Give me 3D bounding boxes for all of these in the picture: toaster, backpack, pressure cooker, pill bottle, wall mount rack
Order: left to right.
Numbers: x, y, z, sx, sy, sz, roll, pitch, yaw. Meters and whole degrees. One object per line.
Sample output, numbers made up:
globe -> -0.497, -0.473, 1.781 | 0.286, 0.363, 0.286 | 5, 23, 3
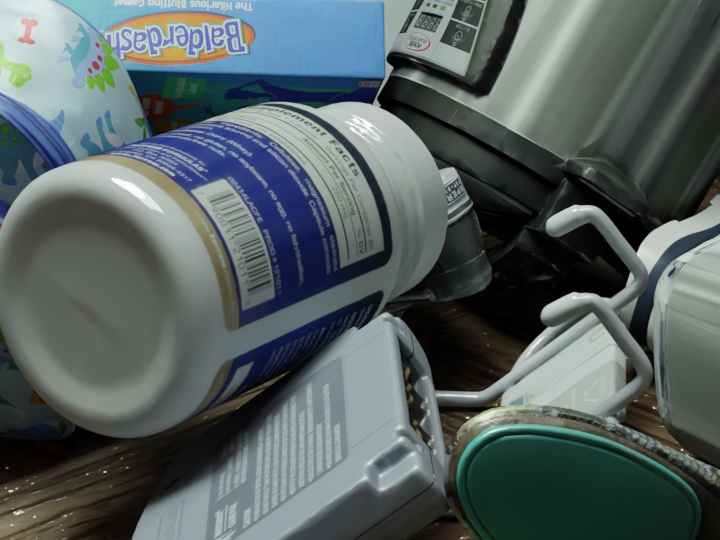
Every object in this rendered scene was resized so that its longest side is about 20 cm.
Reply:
backpack -> -0.180, -0.025, 1.113 | 0.183, 0.200, 0.147 | 8, 43, 22
pill bottle -> -0.053, -0.009, 1.044 | 0.116, 0.116, 0.200 | 11, 20, 32
wall mount rack -> 0.048, 0.054, 1.067 | 0.174, 0.075, 0.200 | -37, 13, 17
pressure cooker -> 0.104, -0.081, 1.229 | 0.178, 0.200, 0.176 | 30, -1, 21
toaster -> 0.213, 0.036, 1.029 | 0.200, 0.114, 0.129 | -17, 21, -30

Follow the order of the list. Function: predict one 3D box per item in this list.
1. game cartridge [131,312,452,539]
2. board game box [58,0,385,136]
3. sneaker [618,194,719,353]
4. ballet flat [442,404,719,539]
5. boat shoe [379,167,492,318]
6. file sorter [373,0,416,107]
game cartridge -> -0.029, 0.087, 0.936 | 0.133, 0.041, 0.200 | -32, 12, 7
board game box -> -0.096, -0.096, 1.244 | 0.199, 0.045, 0.152 | 1, -15, -7
sneaker -> 0.202, 0.002, 1.193 | 0.080, 0.077, 0.200 | 24, 35, 26
ballet flat -> 0.116, 0.099, 0.869 | 0.200, 0.072, 0.072 | 24, 18, -10
boat shoe -> 0.002, -0.001, 1.210 | 0.074, 0.068, 0.199 | -32, 9, -33
file sorter -> 0.038, -0.153, 1.388 | 0.200, 0.139, 0.125 | -43, 14, 6
